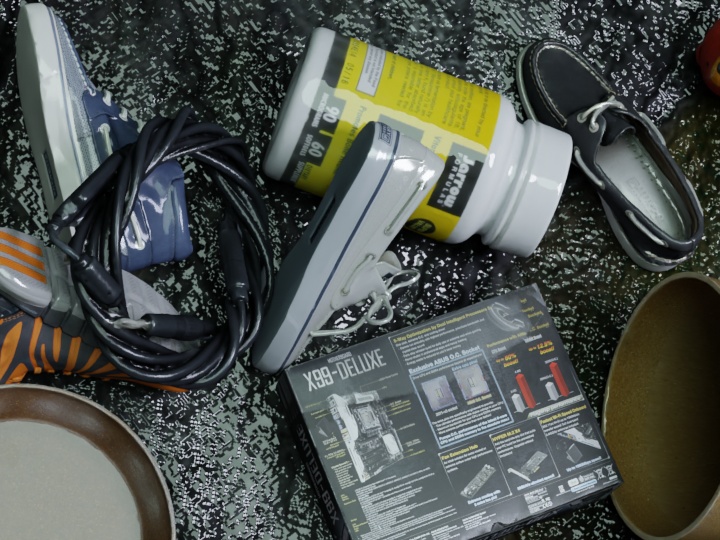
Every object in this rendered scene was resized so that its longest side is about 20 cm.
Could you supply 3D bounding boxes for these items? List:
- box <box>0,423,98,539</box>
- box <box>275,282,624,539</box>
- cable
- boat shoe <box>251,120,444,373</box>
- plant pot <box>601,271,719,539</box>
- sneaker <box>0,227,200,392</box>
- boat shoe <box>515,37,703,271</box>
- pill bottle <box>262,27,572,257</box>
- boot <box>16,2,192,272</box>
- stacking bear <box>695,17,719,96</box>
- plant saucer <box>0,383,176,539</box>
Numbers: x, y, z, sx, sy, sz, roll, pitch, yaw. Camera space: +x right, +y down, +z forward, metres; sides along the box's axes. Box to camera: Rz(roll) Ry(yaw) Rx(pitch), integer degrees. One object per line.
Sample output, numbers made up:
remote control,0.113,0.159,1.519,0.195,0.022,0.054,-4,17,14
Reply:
box,-0.261,0.224,1.329,0.200,0.050,0.199,-17,77,-17
box,0.061,0.115,1.420,0.200,0.050,0.158,-19,75,-16
cable,-0.116,-0.018,1.366,0.163,0.051,0.200,54,44,-14
boat shoe,0.000,-0.003,1.395,0.086,0.075,0.202,23,111,-15
plant pot,0.300,0.107,1.426,0.200,0.186,0.187,9,73,-22
sneaker,-0.206,0.050,1.378,0.200,0.112,0.078,30,29,-32
boat shoe,0.186,-0.092,1.501,0.074,0.060,0.200,-27,82,-16
pill bottle,0.041,-0.087,1.441,0.200,0.114,0.114,20,72,-6
boot,-0.181,-0.094,1.427,0.090,0.073,0.200,-11,86,-22
stacking bear,0.334,-0.117,1.518,0.200,0.121,0.114,48,44,14
plant saucer,-0.220,0.174,1.310,0.200,0.034,0.201,4,73,-12
